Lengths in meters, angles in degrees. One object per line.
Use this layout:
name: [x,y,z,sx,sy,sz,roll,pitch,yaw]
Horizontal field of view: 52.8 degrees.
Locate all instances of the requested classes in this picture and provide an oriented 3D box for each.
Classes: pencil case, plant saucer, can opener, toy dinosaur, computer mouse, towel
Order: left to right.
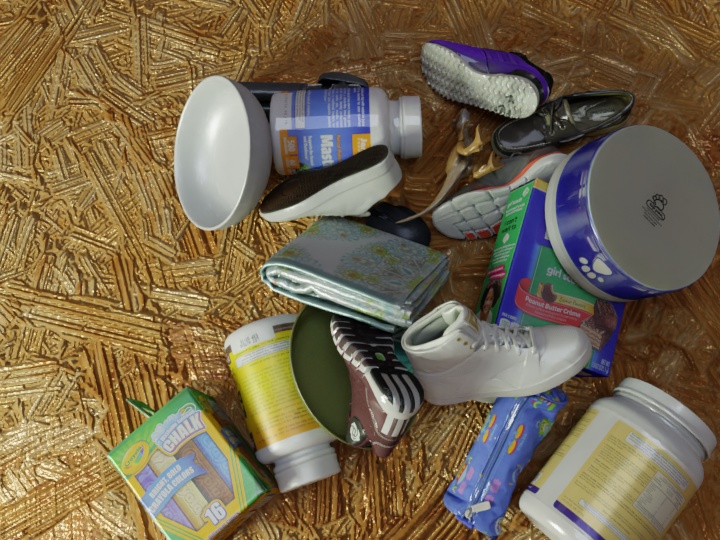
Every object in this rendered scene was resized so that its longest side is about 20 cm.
can opener: [-0.088,-0.253,1.046,0.199,0.054,0.067,3,43,5]
plant saucer: [-0.011,0.123,0.891,0.199,0.031,0.201,22,52,-32]
towel: [0.000,0.000,0.909,0.199,0.171,0.048,21,120,17]
computer mouse: [0.009,-0.087,0.996,0.199,0.034,0.059,30,80,11]
toy dinosaur: [0.133,-0.136,0.971,0.060,0.106,0.201,39,57,-22]
pencil case: [0.167,0.214,0.850,0.078,0.087,0.201,27,98,18]

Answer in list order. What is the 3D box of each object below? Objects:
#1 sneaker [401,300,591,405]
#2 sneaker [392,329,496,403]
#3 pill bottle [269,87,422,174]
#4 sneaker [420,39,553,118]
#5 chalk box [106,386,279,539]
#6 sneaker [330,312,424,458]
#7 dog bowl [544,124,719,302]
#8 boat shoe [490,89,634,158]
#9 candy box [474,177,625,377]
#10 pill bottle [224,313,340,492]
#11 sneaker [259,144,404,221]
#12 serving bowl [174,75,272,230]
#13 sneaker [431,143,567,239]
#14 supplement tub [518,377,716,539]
sneaker: [0.145,0.080,0.789,0.199,0.116,0.074,-17,40,13]
sneaker: [0.105,0.102,0.901,0.199,0.080,0.078,13,56,-5]
pill bottle: [-0.018,-0.190,0.983,0.198,0.112,0.113,-2,75,2]
sneaker: [0.181,-0.279,1.024,0.200,0.070,0.099,31,50,25]
chalk box: [-0.208,0.226,0.879,0.124,0.124,0.200,-39,77,-7]
sneaker: [-0.001,0.133,0.824,0.075,0.200,0.116,9,113,-21]
dog bowl: [0.325,-0.066,0.863,0.199,0.079,0.202,4,79,-21]
boat shoe: [0.276,-0.209,0.996,0.199,0.065,0.074,-19,76,-1]
candy box: [0.246,0.012,0.906,0.168,0.077,0.201,21,76,-15]
pill bottle: [-0.092,0.163,0.896,0.109,0.109,0.201,-19,74,-2]
sneaker: [-0.035,-0.091,0.955,0.199,0.085,0.073,-16,43,21]
serving bowl: [-0.175,-0.154,0.970,0.066,0.200,0.201,-1,69,-42]
sneaker: [0.189,-0.110,0.984,0.199,0.077,0.082,-22,36,9]
supplement tub: [0.296,0.239,0.834,0.145,0.145,0.200,40,81,12]
